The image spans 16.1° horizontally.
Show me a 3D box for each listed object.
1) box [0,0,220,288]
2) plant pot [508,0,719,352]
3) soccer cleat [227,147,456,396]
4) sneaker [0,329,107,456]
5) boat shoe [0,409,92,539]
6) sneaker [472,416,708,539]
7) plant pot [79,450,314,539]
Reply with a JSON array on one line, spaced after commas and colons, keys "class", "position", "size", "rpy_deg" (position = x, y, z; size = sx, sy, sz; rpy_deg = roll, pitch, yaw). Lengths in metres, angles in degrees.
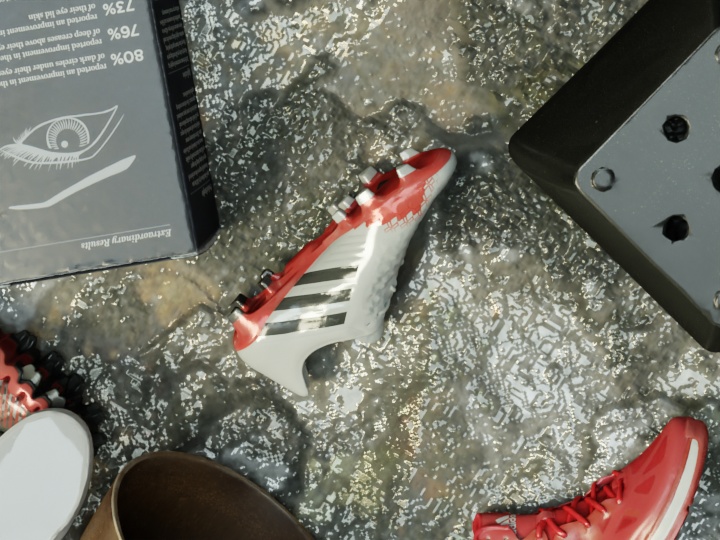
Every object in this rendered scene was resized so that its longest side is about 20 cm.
[{"class": "box", "position": [-0.184, -0.100, 1.650], "size": [0.148, 0.104, 0.200], "rpy_deg": [-8, 99, 7]}, {"class": "plant pot", "position": [0.225, -0.068, 1.577], "size": [0.200, 0.177, 0.200], "rpy_deg": [44, 99, -3]}, {"class": "soccer cleat", "position": [0.000, 0.000, 1.670], "size": [0.200, 0.069, 0.085], "rpy_deg": [-43, 101, 14]}, {"class": "sneaker", "position": [-0.265, 0.075, 1.703], "size": [0.200, 0.071, 0.098], "rpy_deg": [38, 100, 1]}, {"class": "boat shoe", "position": [-0.230, 0.182, 1.661], "size": [0.071, 0.070, 0.200], "rpy_deg": [22, 92, 3]}, {"class": "sneaker", "position": [0.141, 0.167, 1.673], "size": [0.115, 0.078, 0.200], "rpy_deg": [28, 99, 0]}, {"class": "plant pot", "position": [-0.139, 0.255, 1.679], "size": [0.187, 0.187, 0.200], "rpy_deg": [40, 115, -1]}]
